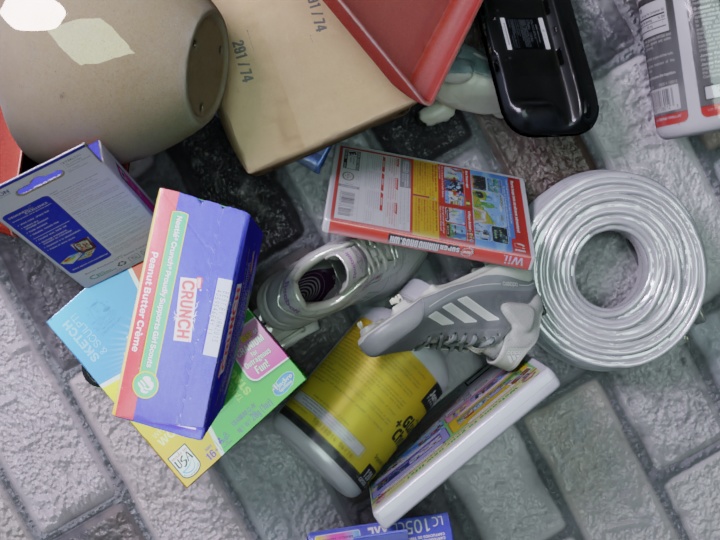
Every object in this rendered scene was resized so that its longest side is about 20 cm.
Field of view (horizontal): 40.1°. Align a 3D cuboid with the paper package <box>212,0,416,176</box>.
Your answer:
[{"bbox_3d":[-0.060,-0.214,0.923,0.188,0.103,0.203,-22,95,0],"label":"paper package"}]

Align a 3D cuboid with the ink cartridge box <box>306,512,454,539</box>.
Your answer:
[{"bbox_3d":[0.021,0.283,0.925,0.134,0.201,0.078,-8,68,-3],"label":"ink cartridge box"}]

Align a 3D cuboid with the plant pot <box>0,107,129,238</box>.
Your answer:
[{"bbox_3d":[-0.328,-0.145,0.902,0.173,0.200,0.204,11,93,11],"label":"plant pot"}]

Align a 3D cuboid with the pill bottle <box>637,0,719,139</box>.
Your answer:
[{"bbox_3d":[0.332,-0.236,0.956,0.114,0.116,0.204,-9,94,-2],"label":"pill bottle"}]

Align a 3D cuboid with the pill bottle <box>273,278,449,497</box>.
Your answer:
[{"bbox_3d":[0.016,0.109,0.955,0.112,0.112,0.200,43,77,-4],"label":"pill bottle"}]

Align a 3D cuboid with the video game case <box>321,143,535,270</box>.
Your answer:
[{"bbox_3d":[0.066,-0.064,0.948,0.196,0.144,0.018,10,126,-3],"label":"video game case"}]

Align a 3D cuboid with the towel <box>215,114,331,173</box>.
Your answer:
[{"bbox_3d":[-0.092,-0.209,0.985,0.198,0.024,0.148,30,92,-4],"label":"towel"}]

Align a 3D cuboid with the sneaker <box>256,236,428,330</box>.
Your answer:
[{"bbox_3d":[0.000,0.000,0.945,0.198,0.099,0.076,-29,92,-26],"label":"sneaker"}]

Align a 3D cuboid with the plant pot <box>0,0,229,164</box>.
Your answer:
[{"bbox_3d":[-0.185,-0.177,0.807,0.132,0.200,0.204,10,93,12],"label":"plant pot"}]

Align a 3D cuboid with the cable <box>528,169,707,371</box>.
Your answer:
[{"bbox_3d":[0.246,0.001,0.988,0.197,0.069,0.203,-17,94,-1],"label":"cable"}]

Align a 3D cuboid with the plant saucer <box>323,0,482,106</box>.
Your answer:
[{"bbox_3d":[0.021,-0.272,0.857,0.200,0.036,0.201,45,52,-25],"label":"plant saucer"}]

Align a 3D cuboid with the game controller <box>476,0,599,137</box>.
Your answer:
[{"bbox_3d":[0.166,-0.224,0.954,0.102,0.042,0.204,-8,74,-13],"label":"game controller"}]

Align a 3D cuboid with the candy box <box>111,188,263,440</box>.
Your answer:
[{"bbox_3d":[-0.134,0.034,0.803,0.076,0.200,0.172,13,87,-4],"label":"candy box"}]

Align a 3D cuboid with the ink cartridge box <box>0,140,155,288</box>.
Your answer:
[{"bbox_3d":[-0.228,-0.049,0.805,0.093,0.200,0.038,-26,70,0],"label":"ink cartridge box"}]

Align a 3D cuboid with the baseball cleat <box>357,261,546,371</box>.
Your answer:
[{"bbox_3d":[0.094,0.053,0.895,0.198,0.070,0.108,-25,83,-27],"label":"baseball cleat"}]

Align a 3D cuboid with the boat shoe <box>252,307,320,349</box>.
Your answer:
[{"bbox_3d":[-0.124,0.102,0.981,0.199,0.071,0.070,-41,91,-6],"label":"boat shoe"}]

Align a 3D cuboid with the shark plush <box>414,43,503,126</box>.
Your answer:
[{"bbox_3d":[0.134,-0.205,0.977,0.196,0.091,0.085,-2,63,2],"label":"shark plush"}]

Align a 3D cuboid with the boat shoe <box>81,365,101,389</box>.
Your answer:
[{"bbox_3d":[-0.210,0.037,0.971,0.075,0.066,0.199,45,90,-3],"label":"boat shoe"}]

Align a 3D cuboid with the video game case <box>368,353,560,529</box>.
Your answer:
[{"bbox_3d":[0.089,0.150,0.933,0.199,0.182,0.022,-39,93,0],"label":"video game case"}]

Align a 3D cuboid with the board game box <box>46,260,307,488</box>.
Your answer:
[{"bbox_3d":[-0.169,0.074,0.920,0.153,0.040,0.201,-41,92,-4],"label":"board game box"}]
